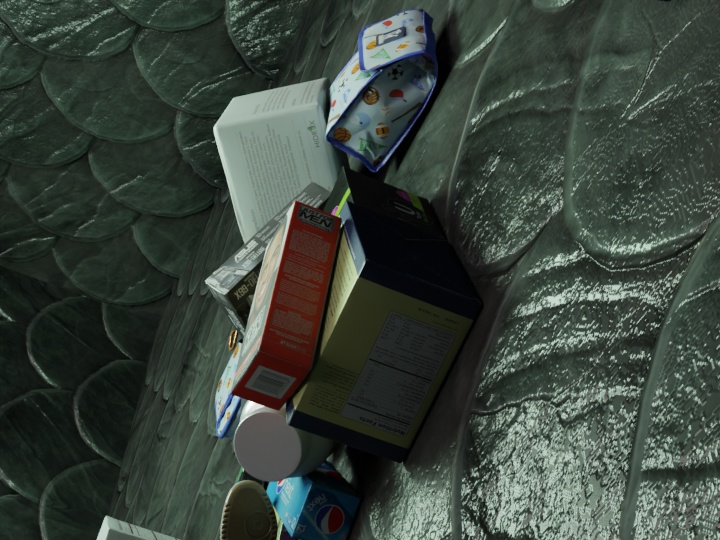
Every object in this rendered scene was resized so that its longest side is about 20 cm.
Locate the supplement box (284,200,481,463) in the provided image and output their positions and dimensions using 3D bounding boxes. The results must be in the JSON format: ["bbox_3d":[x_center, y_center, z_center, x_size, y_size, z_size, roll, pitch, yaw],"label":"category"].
[{"bbox_3d":[0.013,0.063,1.278,0.200,0.134,0.200,-107,40,-68],"label":"supplement box"}]

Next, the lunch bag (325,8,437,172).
[{"bbox_3d":[0.038,-0.279,1.721,0.200,0.124,0.170,-49,22,28],"label":"lunch bag"}]

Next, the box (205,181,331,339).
[{"bbox_3d":[-0.092,0.006,1.555,0.200,0.158,0.050,-45,47,-16],"label":"box"}]

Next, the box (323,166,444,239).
[{"bbox_3d":[0.000,0.000,1.445,0.149,0.124,0.200,-106,38,-67],"label":"box"}]

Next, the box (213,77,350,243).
[{"bbox_3d":[-0.116,-0.176,1.845,0.199,0.171,0.201,-83,-18,-69],"label":"box"}]

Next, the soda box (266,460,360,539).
[{"bbox_3d":[-0.060,0.270,1.404,0.200,0.064,0.068,-164,94,-76],"label":"soda box"}]

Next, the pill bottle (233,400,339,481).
[{"bbox_3d":[-0.074,0.175,1.363,0.112,0.112,0.200,-65,-10,15],"label":"pill bottle"}]

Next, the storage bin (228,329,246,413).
[{"bbox_3d":[-0.121,0.144,1.700,0.200,0.145,0.135,146,132,-67],"label":"storage bin"}]

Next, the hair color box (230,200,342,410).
[{"bbox_3d":[-0.078,0.036,1.253,0.102,0.061,0.200,126,160,-49],"label":"hair color box"}]

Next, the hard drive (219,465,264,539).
[{"bbox_3d":[-0.178,0.373,1.719,0.200,0.038,0.140,-92,20,-66],"label":"hard drive"}]

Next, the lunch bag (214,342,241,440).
[{"bbox_3d":[-0.187,0.188,1.998,0.160,0.075,0.200,-105,37,-64],"label":"lunch bag"}]

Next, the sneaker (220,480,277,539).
[{"bbox_3d":[-0.138,0.357,1.457,0.108,0.070,0.201,168,94,-78],"label":"sneaker"}]

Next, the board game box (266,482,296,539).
[{"bbox_3d":[-0.102,0.299,1.600,0.120,0.032,0.200,125,160,-58],"label":"board game box"}]

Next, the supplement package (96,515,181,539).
[{"bbox_3d":[-0.321,0.475,1.822,0.117,0.200,0.117,171,118,-74],"label":"supplement package"}]
